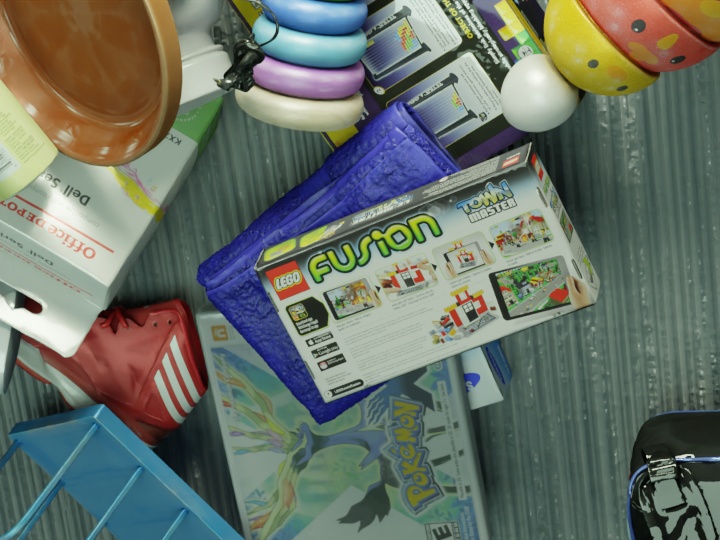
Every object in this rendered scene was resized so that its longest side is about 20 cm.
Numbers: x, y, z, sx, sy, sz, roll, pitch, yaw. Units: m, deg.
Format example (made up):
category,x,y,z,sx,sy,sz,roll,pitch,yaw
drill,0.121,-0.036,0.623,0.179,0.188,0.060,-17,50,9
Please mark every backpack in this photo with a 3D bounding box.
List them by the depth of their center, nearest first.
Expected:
category,x,y,z,sx,sy,sz,roll,pitch,yaw
backpack,0.281,0.193,1.661,0.183,0.147,0.200,-4,108,14

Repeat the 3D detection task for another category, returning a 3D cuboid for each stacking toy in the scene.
category,x,y,z,sx,sy,sz,roll,pitch,yaw
stacking toy,0.168,-0.158,1.531,0.146,0.146,0.200,43,112,-7
stacking toy,-0.028,-0.195,1.547,0.085,0.085,0.200,11,111,8

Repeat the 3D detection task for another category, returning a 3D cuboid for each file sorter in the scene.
category,x,y,z,sx,sy,sz,roll,pitch,yaw
file sorter,-0.182,0.213,1.748,0.200,0.123,0.139,46,150,-19

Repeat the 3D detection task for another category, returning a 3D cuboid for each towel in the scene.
category,x,y,z,sx,sy,sz,roll,pitch,yaw
towel,0.000,0.000,1.631,0.200,0.050,0.148,-38,96,23

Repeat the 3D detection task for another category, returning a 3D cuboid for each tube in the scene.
category,x,y,z,sx,sy,sz,roll,pitch,yaw
tube,-0.274,-0.134,1.537,0.052,0.058,0.200,-23,115,42

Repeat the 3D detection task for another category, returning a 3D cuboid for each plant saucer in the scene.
category,x,y,z,sx,sy,sz,roll,pitch,yaw
plant saucer,-0.183,-0.162,1.523,0.200,0.032,0.200,28,136,32

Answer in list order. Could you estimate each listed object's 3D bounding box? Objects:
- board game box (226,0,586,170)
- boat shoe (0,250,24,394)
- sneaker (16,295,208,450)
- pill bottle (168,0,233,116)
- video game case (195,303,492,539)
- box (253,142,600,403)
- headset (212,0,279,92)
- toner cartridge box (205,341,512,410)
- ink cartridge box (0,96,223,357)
category,x,y,z,sx,sy,sz,roll,pitch,yaw
board game box,0.030,-0.159,1.619,0.165,0.057,0.200,-29,103,25
boat shoe,-0.269,-0.011,1.693,0.068,0.074,0.200,1,77,-4
sneaker,-0.192,0.035,1.760,0.116,0.078,0.200,-44,102,11
pill bottle,-0.157,-0.197,1.593,0.111,0.111,0.200,-23,91,21
video game case,-0.011,0.111,1.716,0.182,0.022,0.200,-5,111,16
box,0.044,0.003,1.582,0.200,0.035,0.110,-21,109,18
headset,-0.108,-0.212,1.527,0.123,0.094,0.200,-21,74,-17
toner cartridge box,-0.002,0.072,1.734,0.200,0.043,0.095,-19,108,20
ink cartridge box,-0.192,-0.055,1.644,0.117,0.067,0.200,29,72,-1
